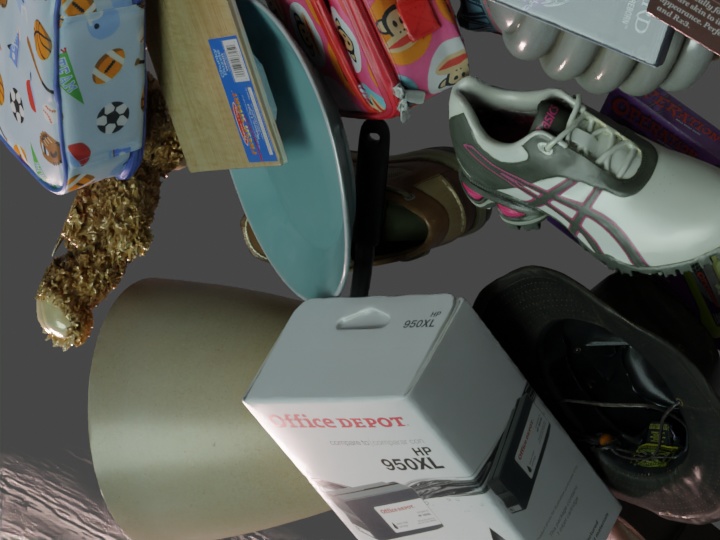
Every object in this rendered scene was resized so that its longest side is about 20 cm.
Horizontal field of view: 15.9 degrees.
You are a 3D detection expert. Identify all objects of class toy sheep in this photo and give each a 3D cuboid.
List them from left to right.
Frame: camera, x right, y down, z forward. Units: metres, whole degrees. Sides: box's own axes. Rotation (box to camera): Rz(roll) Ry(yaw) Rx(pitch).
[{"bbox_3d":[0.139,-0.164,1.437,0.198,0.138,0.138,13,131,-7],"label":"toy sheep"}]

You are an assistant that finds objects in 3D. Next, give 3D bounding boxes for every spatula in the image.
[{"bbox_3d":[0.000,0.000,1.631,0.056,0.021,0.202,9,106,11],"label":"spatula"}]

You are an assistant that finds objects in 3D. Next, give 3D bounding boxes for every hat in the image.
[{"bbox_3d":[0.167,0.057,1.563,0.200,0.081,0.201,31,149,21],"label":"hat"}]

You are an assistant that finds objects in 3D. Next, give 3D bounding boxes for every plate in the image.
[{"bbox_3d":[-0.043,-0.077,1.605,0.200,0.025,0.201,50,149,45],"label":"plate"}]

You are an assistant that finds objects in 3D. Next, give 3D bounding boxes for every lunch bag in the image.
[{"bbox_3d":[-0.200,-0.164,1.682,0.160,0.075,0.201,47,141,44],"label":"lunch bag"},{"bbox_3d":[-0.007,-0.189,1.538,0.201,0.082,0.176,65,166,-13],"label":"lunch bag"}]

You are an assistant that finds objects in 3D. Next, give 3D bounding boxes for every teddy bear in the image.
[{"bbox_3d":[-0.169,-0.036,1.776,0.066,0.201,0.145,23,161,-9],"label":"teddy bear"}]

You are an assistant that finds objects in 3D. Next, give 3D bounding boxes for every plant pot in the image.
[{"bbox_3d":[-0.053,0.093,1.751,0.199,0.187,0.189,-4,114,24],"label":"plant pot"}]

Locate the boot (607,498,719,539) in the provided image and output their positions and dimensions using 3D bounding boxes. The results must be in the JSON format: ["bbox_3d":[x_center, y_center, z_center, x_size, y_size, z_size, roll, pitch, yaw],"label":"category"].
[{"bbox_3d":[0.142,0.194,1.720,0.186,0.064,0.200,47,140,10],"label":"boot"}]

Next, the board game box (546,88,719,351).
[{"bbox_3d":[0.215,-0.018,1.546,0.200,0.032,0.120,38,138,14],"label":"board game box"}]

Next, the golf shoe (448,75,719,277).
[{"bbox_3d":[0.135,-0.056,1.495,0.199,0.077,0.088,16,152,31],"label":"golf shoe"}]

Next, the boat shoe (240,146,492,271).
[{"bbox_3d":[-0.008,-0.036,1.687,0.199,0.074,0.076,-11,109,43],"label":"boat shoe"}]

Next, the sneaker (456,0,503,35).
[{"bbox_3d":[0.052,-0.225,1.517,0.095,0.079,0.201,-10,108,45],"label":"sneaker"}]

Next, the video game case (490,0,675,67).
[{"bbox_3d":[0.092,-0.211,1.369,0.199,0.019,0.144,24,110,16],"label":"video game case"}]

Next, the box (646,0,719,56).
[{"bbox_3d":[0.241,-0.172,1.303,0.100,0.200,0.075,34,133,18],"label":"box"}]

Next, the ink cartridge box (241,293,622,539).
[{"bbox_3d":[0.044,0.112,1.584,0.144,0.084,0.200,-4,134,44],"label":"ink cartridge box"}]

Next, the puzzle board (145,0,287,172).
[{"bbox_3d":[-0.105,-0.160,1.619,0.150,0.017,0.201,1,111,64],"label":"puzzle board"}]
